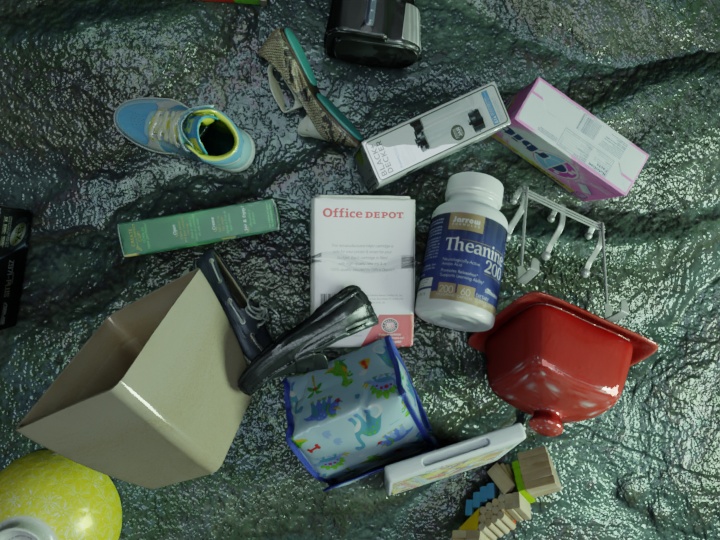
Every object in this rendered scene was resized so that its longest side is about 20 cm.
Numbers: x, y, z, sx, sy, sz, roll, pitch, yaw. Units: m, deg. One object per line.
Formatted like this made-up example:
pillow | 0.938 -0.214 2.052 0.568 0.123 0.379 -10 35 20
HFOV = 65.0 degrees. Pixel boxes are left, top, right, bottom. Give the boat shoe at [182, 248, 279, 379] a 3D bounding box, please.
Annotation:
boat shoe | -0.164 0.060 0.790 0.062 0.075 0.201 -39 86 9

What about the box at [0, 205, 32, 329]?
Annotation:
box | -0.559 -0.018 0.738 0.195 0.086 0.168 10 91 -6

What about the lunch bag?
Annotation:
lunch bag | 0.006 0.216 0.772 0.167 0.129 0.202 -21 130 6

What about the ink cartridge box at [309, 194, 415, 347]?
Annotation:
ink cartridge box | 0.000 0.000 0.796 0.143 0.083 0.205 1 93 -6

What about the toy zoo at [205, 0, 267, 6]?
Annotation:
toy zoo | -0.226 -0.447 0.787 0.195 0.020 0.135 2 92 -5

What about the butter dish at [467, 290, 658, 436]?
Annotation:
butter dish | 0.255 0.146 0.755 0.197 0.200 0.150 23 58 -6

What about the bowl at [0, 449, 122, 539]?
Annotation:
bowl | -0.435 0.359 0.756 0.195 0.108 0.205 0 93 -6

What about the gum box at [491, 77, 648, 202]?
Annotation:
gum box | 0.294 -0.176 0.802 0.198 0.113 0.067 33 89 -5

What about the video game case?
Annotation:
video game case | 0.119 0.262 0.768 0.178 0.201 0.023 -16 65 -5

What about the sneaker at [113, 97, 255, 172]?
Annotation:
sneaker | -0.239 -0.190 0.741 0.196 0.131 0.081 13 93 -5

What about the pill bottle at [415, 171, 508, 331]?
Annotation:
pill bottle | 0.145 -0.026 0.783 0.109 0.111 0.204 14 75 -6

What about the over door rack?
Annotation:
over door rack | 0.275 -0.022 0.787 0.145 0.202 0.067 22 132 -7

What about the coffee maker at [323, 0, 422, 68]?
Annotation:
coffee maker | 0.003 -0.396 0.771 0.188 0.134 0.205 9 90 18

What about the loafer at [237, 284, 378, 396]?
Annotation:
loafer | -0.065 0.099 0.717 0.199 0.068 0.071 -36 89 -7

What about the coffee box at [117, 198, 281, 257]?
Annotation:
coffee box | -0.206 -0.058 0.756 0.195 0.123 0.045 -10 96 -6

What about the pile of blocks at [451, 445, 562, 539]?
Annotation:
pile of blocks | 0.218 0.349 0.848 0.199 0.082 0.062 -41 126 2

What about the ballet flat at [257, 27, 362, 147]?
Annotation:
ballet flat | -0.077 -0.240 0.796 0.075 0.068 0.202 -35 90 19

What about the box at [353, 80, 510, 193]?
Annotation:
box | 0.093 -0.180 0.782 0.197 0.117 0.061 -26 95 -3

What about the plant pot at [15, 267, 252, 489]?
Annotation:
plant pot | -0.250 0.154 0.705 0.197 0.201 0.178 -23 117 28
